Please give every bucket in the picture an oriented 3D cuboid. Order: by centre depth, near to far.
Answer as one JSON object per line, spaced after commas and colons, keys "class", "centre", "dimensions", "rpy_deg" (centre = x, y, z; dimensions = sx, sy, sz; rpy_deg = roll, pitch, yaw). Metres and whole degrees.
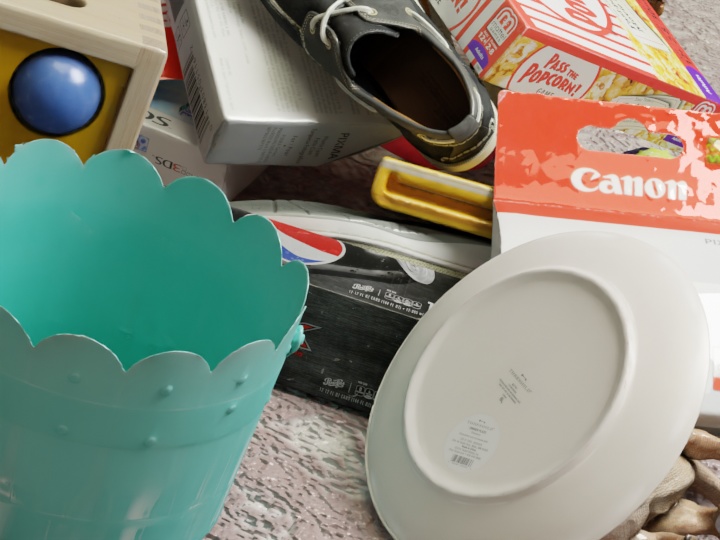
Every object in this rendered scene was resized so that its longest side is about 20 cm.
{"class": "bucket", "centre": [-0.137, 0.041, 1.288], "dimensions": [0.207, 0.135, 0.207], "rpy_deg": [13, 28, -7]}

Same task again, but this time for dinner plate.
{"class": "dinner plate", "centre": [0.082, 0.061, 1.325], "dimensions": [0.024, 0.200, 0.200], "rpy_deg": [42, 6, -41]}

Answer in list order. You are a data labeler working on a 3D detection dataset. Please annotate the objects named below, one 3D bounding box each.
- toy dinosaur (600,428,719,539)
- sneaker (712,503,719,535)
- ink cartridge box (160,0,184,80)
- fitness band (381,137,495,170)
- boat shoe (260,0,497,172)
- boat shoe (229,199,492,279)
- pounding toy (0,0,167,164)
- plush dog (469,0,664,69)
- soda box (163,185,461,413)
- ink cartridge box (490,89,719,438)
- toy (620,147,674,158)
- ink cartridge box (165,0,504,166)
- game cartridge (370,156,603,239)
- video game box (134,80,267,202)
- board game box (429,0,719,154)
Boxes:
{"class": "toy dinosaur", "centre": [0.129, 0.108, 1.376], "dimensions": [0.135, 0.086, 0.200], "rpy_deg": [3, 1, 39]}
{"class": "sneaker", "centre": [0.267, 0.166, 1.352], "dimensions": [0.200, 0.070, 0.109], "rpy_deg": [11, 42, -48]}
{"class": "ink cartridge box", "centre": [-0.176, -0.189, 1.631], "dimensions": [0.200, 0.057, 0.163], "rpy_deg": [-5, 53, -5]}
{"class": "fitness band", "centre": [0.025, -0.123, 1.718], "dimensions": [0.144, 0.037, 0.200], "rpy_deg": [44, 20, 18]}
{"class": "boat shoe", "centre": [0.003, -0.142, 1.541], "dimensions": [0.200, 0.072, 0.068], "rpy_deg": [46, 7, 15]}
{"class": "boat shoe", "centre": [0.000, 0.000, 1.517], "dimensions": [0.202, 0.065, 0.074], "rpy_deg": [10, 5, -13]}
{"class": "pounding toy", "centre": [-0.229, -0.077, 1.434], "dimensions": [0.200, 0.184, 0.142], "rpy_deg": [16, 23, -16]}
{"class": "plush dog", "centre": [0.115, -0.191, 1.806], "dimensions": [0.172, 0.200, 0.161], "rpy_deg": [41, 51, -31]}
{"class": "soda box", "centre": [-0.046, 0.017, 1.451], "dimensions": [0.200, 0.071, 0.063], "rpy_deg": [18, 27, 2]}
{"class": "ink cartridge box", "centre": [0.153, -0.009, 1.451], "dimensions": [0.162, 0.050, 0.200], "rpy_deg": [6, 70, -5]}
{"class": "toy", "centre": [0.197, -0.040, 1.658], "dimensions": [0.200, 0.047, 0.115], "rpy_deg": [48, 3, 42]}
{"class": "ink cartridge box", "centre": [-0.015, -0.138, 1.621], "dimensions": [0.200, 0.047, 0.160], "rpy_deg": [2, 54, -25]}
{"class": "game cartridge", "centre": [0.092, -0.031, 1.582], "dimensions": [0.176, 0.033, 0.200], "rpy_deg": [16, 1, 0]}
{"class": "video game box", "centre": [-0.132, -0.119, 1.686], "dimensions": [0.182, 0.047, 0.200], "rpy_deg": [24, 28, 10]}
{"class": "board game box", "centre": [0.118, -0.158, 1.630], "dimensions": [0.200, 0.046, 0.152], "rpy_deg": [14, 35, -46]}
